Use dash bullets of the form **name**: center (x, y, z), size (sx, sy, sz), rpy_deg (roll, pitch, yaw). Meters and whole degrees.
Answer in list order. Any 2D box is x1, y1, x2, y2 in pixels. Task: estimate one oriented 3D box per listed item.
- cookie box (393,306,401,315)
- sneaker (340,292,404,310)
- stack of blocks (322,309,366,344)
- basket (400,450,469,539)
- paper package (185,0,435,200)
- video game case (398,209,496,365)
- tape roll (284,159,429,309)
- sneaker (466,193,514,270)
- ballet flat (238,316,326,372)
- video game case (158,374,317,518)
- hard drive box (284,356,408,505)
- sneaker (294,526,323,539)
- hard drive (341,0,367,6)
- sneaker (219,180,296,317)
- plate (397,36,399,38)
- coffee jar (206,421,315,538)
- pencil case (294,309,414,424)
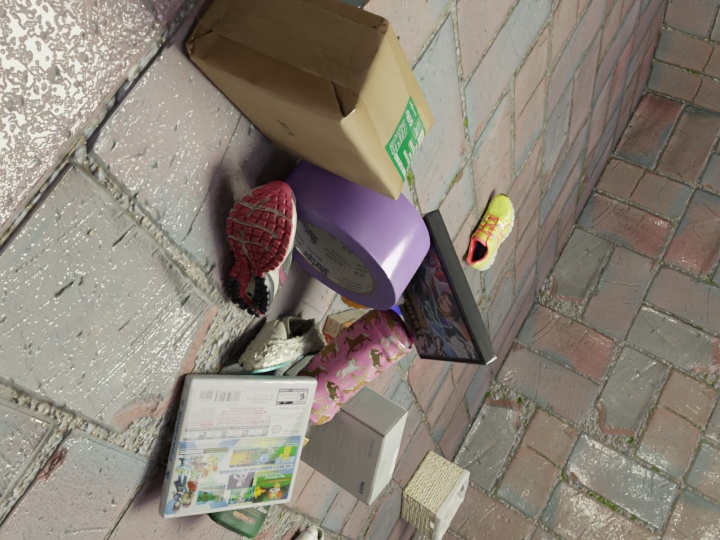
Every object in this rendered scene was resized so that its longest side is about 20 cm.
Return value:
- **cookie box**: center (0.070, -0.010, 1.225), size (0.175, 0.074, 0.199), rpy_deg (-66, 157, 3)
- **sneaker**: center (0.000, 0.000, 0.978), size (0.076, 0.199, 0.079), rpy_deg (-5, 110, -29)
- **stack of blocks**: center (-0.005, 0.134, 1.227), size (0.199, 0.058, 0.118), rpy_deg (-8, 120, -63)
- **basket**: center (0.244, 0.752, 2.257), size (0.200, 0.158, 0.201), rpy_deg (-47, 152, -36)
- **paper package**: center (-0.038, -0.178, 0.679), size (0.105, 0.188, 0.200), rpy_deg (-61, 158, -5)
- **video game case**: center (0.092, 0.028, 0.922), size (0.025, 0.204, 0.180), rpy_deg (-24, -175, -22)
- **tape roll**: center (-0.017, -0.047, 0.843), size (0.086, 0.197, 0.201), rpy_deg (-54, 155, -20)
- **sneaker**: center (0.320, -0.092, 1.686), size (0.089, 0.077, 0.205), rpy_deg (-4, 115, -56)
- **ballet flat**: center (-0.113, 0.101, 0.976), size (0.199, 0.071, 0.073), rpy_deg (-3, 117, -67)
- **video game case**: center (-0.159, 0.231, 0.909), size (0.196, 0.022, 0.187), rpy_deg (8, 99, -40)
- **hard drive box**: center (-0.035, 0.257, 1.108), size (0.076, 0.197, 0.159), rpy_deg (-32, 142, -49)
- **sneaker**: center (-0.103, 0.623, 1.483), size (0.100, 0.074, 0.202), rpy_deg (-51, 153, -26)
- **hard drive**: center (-0.021, -0.333, 0.664), size (0.137, 0.034, 0.199), rpy_deg (-27, 161, 13)
- **sneaker**: center (-0.114, -0.034, 0.802), size (0.075, 0.079, 0.202), rpy_deg (-58, 176, -40)
- **plate**: center (0.029, -0.177, 0.909), size (0.200, 0.031, 0.206), rpy_deg (75, 20, -84)
- **coffee jar**: center (-0.150, 0.278, 1.003), size (0.104, 0.085, 0.203), rpy_deg (37, 76, -29)
- **pencil case**: center (-0.013, 0.136, 0.989), size (0.199, 0.084, 0.086), rpy_deg (-42, 155, 17)
